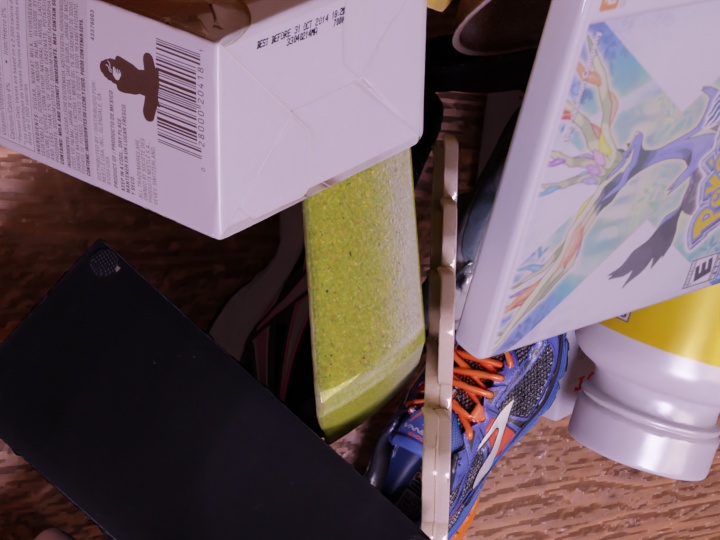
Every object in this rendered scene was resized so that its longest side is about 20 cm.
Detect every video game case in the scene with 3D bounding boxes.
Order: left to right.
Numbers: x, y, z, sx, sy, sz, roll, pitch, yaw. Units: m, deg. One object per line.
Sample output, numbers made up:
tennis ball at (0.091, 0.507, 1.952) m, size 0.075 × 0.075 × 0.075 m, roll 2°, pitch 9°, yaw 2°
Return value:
video game case at (0.136, -0.063, 0.973) m, size 0.182 × 0.022 × 0.200 m, roll -15°, pitch 132°, yaw -39°

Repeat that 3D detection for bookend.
bookend at (-0.084, 0.090, 0.990) m, size 0.092 × 0.199 × 0.200 m, roll -48°, pitch -174°, yaw -9°

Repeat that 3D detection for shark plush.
shark plush at (0.072, -0.016, 1.151) m, size 0.091 × 0.083 × 0.200 m, roll 9°, pitch 124°, yaw -31°

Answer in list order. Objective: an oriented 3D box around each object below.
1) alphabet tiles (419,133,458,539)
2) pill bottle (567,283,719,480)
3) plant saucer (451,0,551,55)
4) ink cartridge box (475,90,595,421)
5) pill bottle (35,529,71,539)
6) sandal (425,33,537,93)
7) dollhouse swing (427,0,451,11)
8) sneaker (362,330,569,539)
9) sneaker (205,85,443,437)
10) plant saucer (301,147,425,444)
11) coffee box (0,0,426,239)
alphabet tiles at (0.037, 0.042, 1.013) m, size 0.196 × 0.015 × 0.200 m, roll 90°, pitch 3°, yaw -50°
pill bottle at (0.181, 0.007, 1.161) m, size 0.111 × 0.111 × 0.201 m, roll 4°, pitch 106°, yaw -53°
plant saucer at (0.129, -0.155, 0.970) m, size 0.200 × 0.200 × 0.037 m, roll -14°, pitch 79°, yaw -49°
ink cartridge box at (0.137, -0.029, 1.250) m, size 0.146 × 0.084 × 0.201 m, roll -20°, pitch 123°, yaw -45°
pill bottle at (-0.161, 0.225, 0.957) m, size 0.200 × 0.111 × 0.111 m, roll -51°, pitch 142°, yaw -10°
sandal at (0.116, -0.101, 1.085) m, size 0.075 × 0.200 × 0.045 m, roll -42°, pitch 123°, yaw -51°
dollhouse swing at (0.006, -0.236, 0.899) m, size 0.176 × 0.182 × 0.200 m, roll -51°, pitch 172°, yaw 11°
sneaker at (0.053, 0.085, 1.186) m, size 0.200 × 0.075 × 0.078 m, roll -66°, pitch 160°, yaw 10°
sneaker at (0.000, 0.000, 1.086) m, size 0.080 × 0.086 × 0.200 m, roll 32°, pitch 82°, yaw -56°
plant saucer at (-0.001, -0.029, 0.950) m, size 0.200 × 0.048 × 0.200 m, roll 86°, pitch -1°, yaw -82°
coffee box at (-0.086, -0.094, 0.821) m, size 0.114 × 0.200 × 0.080 m, roll -27°, pitch 129°, yaw -41°
